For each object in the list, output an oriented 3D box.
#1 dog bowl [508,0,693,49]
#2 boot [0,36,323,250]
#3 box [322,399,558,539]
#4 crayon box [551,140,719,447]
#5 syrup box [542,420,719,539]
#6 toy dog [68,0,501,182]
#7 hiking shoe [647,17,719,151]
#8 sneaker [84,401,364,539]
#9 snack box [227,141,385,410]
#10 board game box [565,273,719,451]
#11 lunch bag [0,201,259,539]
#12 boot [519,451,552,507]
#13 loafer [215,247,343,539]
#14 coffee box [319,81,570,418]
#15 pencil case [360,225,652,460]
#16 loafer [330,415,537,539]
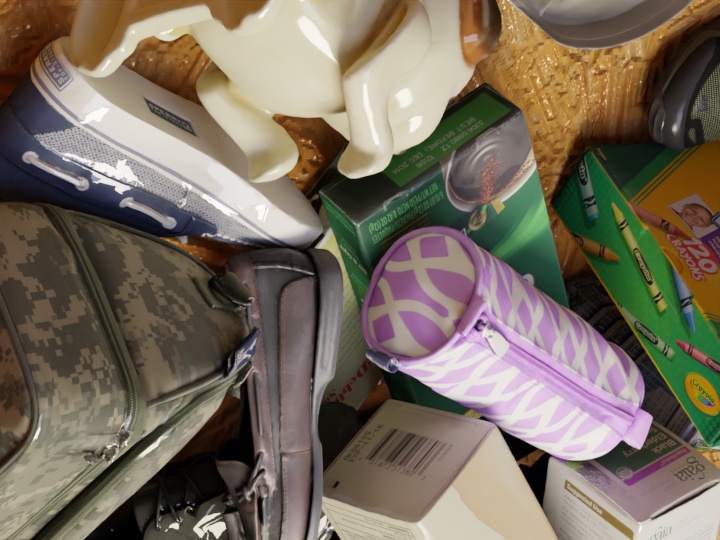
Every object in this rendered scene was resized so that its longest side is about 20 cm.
[{"bbox_3d":[0.137,-0.226,0.922,0.199,0.059,0.202,-20,129,-26],"label":"dog bowl"},{"bbox_3d":[-0.112,-0.041,0.864,0.090,0.073,0.199,-44,134,16],"label":"boot"},{"bbox_3d":[0.064,0.178,0.963,0.078,0.094,0.201,-47,125,-28],"label":"box"},{"bbox_3d":[0.221,0.009,1.042,0.118,0.201,0.058,-5,141,-34],"label":"crayon box"},{"bbox_3d":[0.161,0.197,1.045,0.078,0.081,0.202,-22,129,-33],"label":"syrup box"},{"bbox_3d":[-0.023,-0.133,0.828,0.139,0.196,0.199,-17,149,35],"label":"toy dog"},{"bbox_3d":[0.278,-0.119,1.071,0.199,0.101,0.076,-23,130,-23],"label":"hiking shoe"},{"bbox_3d":[-0.084,0.140,0.976,0.199,0.076,0.091,-38,129,10],"label":"sneaker"},{"bbox_3d":[0.000,0.000,0.987,0.201,0.037,0.116,-52,136,4],"label":"snack box"},{"bbox_3d":[0.255,0.072,1.114,0.199,0.200,0.062,10,114,-41],"label":"board game box"},{"bbox_3d":[-0.163,0.066,0.816,0.200,0.140,0.167,-43,156,28],"label":"lunch bag"},{"bbox_3d":[0.151,0.196,1.147,0.164,0.065,0.202,-31,132,-35],"label":"boot"},{"bbox_3d":[-0.055,0.086,0.893,0.062,0.072,0.202,5,95,-23],"label":"loafer"},{"bbox_3d":[0.057,0.002,0.974,0.122,0.044,0.201,-33,136,-16],"label":"coffee box"},{"bbox_3d":[0.084,0.044,0.930,0.199,0.085,0.085,30,78,-48],"label":"pencil case"},{"bbox_3d":[0.042,0.123,1.079,0.199,0.070,0.069,-27,132,-20],"label":"loafer"}]
